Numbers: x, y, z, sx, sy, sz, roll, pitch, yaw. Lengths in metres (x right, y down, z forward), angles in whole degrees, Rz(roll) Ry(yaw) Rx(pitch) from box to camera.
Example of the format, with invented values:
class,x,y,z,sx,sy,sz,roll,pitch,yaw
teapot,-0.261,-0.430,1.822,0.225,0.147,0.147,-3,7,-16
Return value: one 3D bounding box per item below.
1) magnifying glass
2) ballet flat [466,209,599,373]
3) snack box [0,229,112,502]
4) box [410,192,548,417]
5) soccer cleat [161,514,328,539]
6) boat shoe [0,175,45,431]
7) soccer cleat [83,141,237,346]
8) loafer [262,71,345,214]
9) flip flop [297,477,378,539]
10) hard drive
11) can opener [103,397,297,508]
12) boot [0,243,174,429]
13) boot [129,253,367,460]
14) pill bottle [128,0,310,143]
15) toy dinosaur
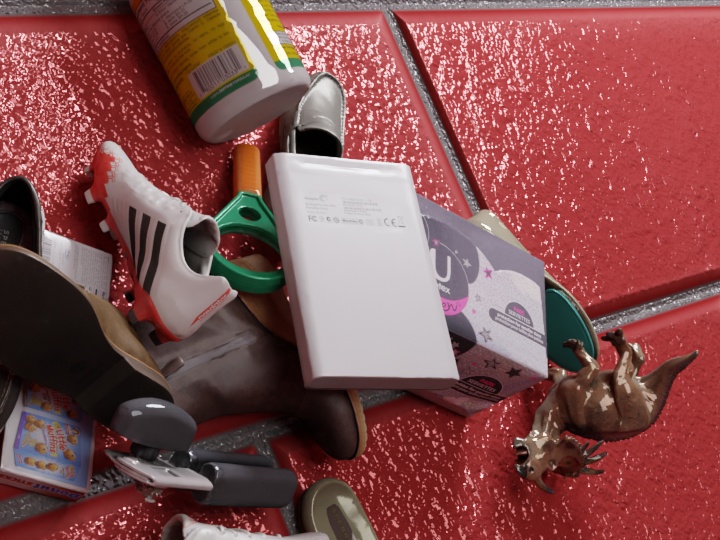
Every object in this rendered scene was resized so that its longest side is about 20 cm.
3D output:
class,x,y,z,sx,sy,sz,roll,pitch,yaw
magnifying glass,-0.096,-0.047,1.201,0.079,0.023,0.201,13,36,-14
ballet flat,0.173,0.017,1.445,0.200,0.069,0.070,47,42,-11
snack box,-0.227,0.066,1.051,0.072,0.024,0.201,22,52,-33
box,0.064,0.030,1.288,0.199,0.114,0.133,25,50,-31
soccer cleat,-0.102,0.213,1.041,0.199,0.068,0.086,-15,81,-43
boat shoe,-0.262,0.023,1.003,0.066,0.057,0.201,10,58,-12
soccer cleat,-0.155,-0.032,1.105,0.069,0.085,0.201,54,9,-52
loafer,-0.041,-0.111,1.306,0.070,0.070,0.201,32,47,-26
flip flop,0.019,0.256,1.148,0.081,0.057,0.201,-21,81,-48
hard drive,0.000,0.000,1.154,0.131,0.026,0.201,3,61,-28
can opener,-0.111,0.142,1.047,0.200,0.052,0.067,26,89,-57
boot,-0.207,0.037,0.994,0.200,0.073,0.076,51,10,-44
boot,-0.099,0.098,1.142,0.166,0.072,0.201,-33,91,-37
pill bottle,-0.136,-0.224,1.252,0.112,0.113,0.201,-24,84,-48
toy dinosaur,0.232,0.137,1.370,0.198,0.086,0.137,-11,72,-2
